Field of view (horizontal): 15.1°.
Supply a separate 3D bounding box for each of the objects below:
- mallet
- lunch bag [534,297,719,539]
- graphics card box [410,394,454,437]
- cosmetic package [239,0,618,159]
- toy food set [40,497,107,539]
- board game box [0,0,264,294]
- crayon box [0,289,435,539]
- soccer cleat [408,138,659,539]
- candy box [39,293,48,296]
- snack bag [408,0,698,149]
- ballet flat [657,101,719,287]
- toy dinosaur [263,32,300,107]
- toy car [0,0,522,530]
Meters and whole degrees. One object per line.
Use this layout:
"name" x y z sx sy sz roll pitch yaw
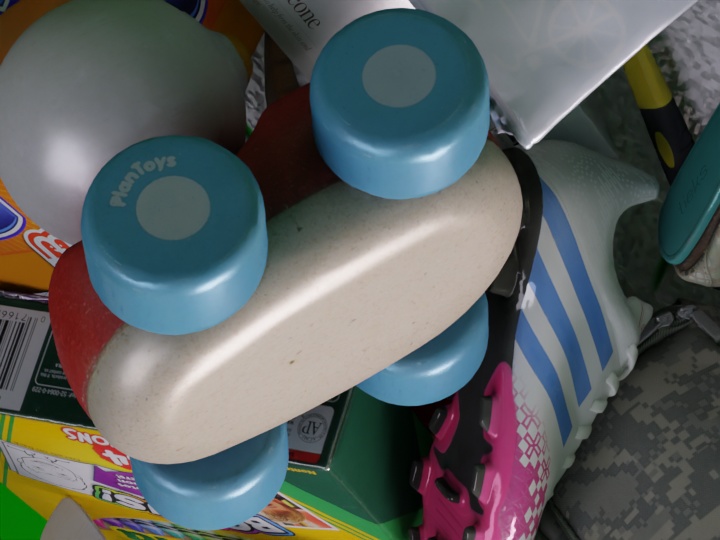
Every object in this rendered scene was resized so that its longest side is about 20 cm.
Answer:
"mallet" 0.123 -0.075 1.086 0.066 0.041 0.201 -8 123 44
"lunch bag" 0.153 0.129 1.113 0.200 0.139 0.168 51 121 45
"graphics card box" 0.052 0.111 1.257 0.125 0.051 0.201 6 143 23
"cosmetic package" 0.019 -0.095 1.058 0.082 0.051 0.200 -31 135 13
"toy food set" -0.049 0.185 1.200 0.144 0.060 0.200 47 -179 43
"board game box" -0.178 -0.126 1.134 0.199 0.201 0.200 -6 139 46
"crayon box" -0.069 0.076 1.152 0.199 0.059 0.173 8 158 23
"soccer cleat" 0.076 0.048 1.087 0.070 0.086 0.201 -145 60 -61
"candy box" -0.116 0.049 1.341 0.200 0.061 0.136 43 178 4
"snack bag" 0.071 -0.174 0.949 0.200 0.021 0.189 -39 98 8
"ballet flat" 0.173 -0.068 1.032 0.062 0.068 0.200 10 139 -12
"toy dinosaur" -0.018 -0.038 1.169 0.106 0.060 0.200 -46 52 15
"toy car" -0.059 -0.046 0.988 0.200 0.176 0.185 53 164 26
